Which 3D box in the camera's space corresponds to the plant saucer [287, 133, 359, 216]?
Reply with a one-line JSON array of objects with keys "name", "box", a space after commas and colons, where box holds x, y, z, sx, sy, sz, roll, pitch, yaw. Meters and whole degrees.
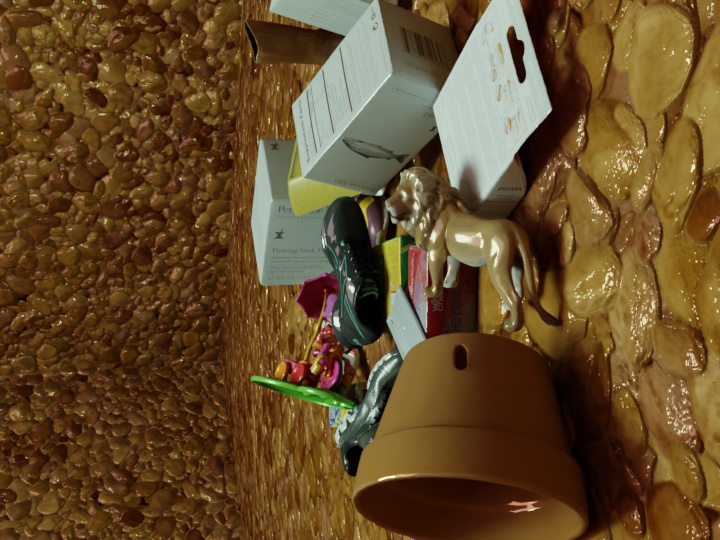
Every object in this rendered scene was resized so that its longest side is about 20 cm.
[{"name": "plant saucer", "box": [-0.036, -0.198, 1.155, 0.198, 0.048, 0.203, -15, 59, 47]}]

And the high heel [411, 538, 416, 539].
[{"name": "high heel", "box": [0.055, 0.271, 1.037, 0.202, 0.066, 0.097, -99, 26, -42]}]

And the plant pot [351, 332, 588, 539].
[{"name": "plant pot", "box": [0.097, 0.149, 0.701, 0.201, 0.197, 0.142, 114, 166, -57]}]

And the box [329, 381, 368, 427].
[{"name": "box", "box": [0.005, 0.208, 1.222, 0.200, 0.069, 0.066, 145, 124, -72]}]

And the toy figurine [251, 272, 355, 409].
[{"name": "toy figurine", "box": [-0.053, 0.094, 1.154, 0.199, 0.149, 0.187, -7, 64, 60]}]

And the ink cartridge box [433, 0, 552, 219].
[{"name": "ink cartridge box", "box": [0.137, -0.158, 0.777, 0.201, 0.046, 0.163, 122, 144, -58]}]

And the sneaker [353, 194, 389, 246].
[{"name": "sneaker", "box": [-0.013, -0.108, 1.229, 0.201, 0.088, 0.076, -107, 21, -48]}]

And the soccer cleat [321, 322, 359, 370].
[{"name": "soccer cleat", "box": [-0.037, 0.148, 1.383, 0.201, 0.068, 0.079, -98, 5, -60]}]

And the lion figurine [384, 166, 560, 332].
[{"name": "lion figurine", "box": [0.109, -0.026, 0.759, 0.198, 0.072, 0.125, 18, 115, 41]}]

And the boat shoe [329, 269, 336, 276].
[{"name": "boat shoe", "box": [-0.027, 0.015, 1.332, 0.074, 0.066, 0.204, -142, 53, -70]}]

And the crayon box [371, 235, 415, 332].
[{"name": "crayon box", "box": [0.050, 0.024, 1.071, 0.200, 0.057, 0.121, 162, 106, -74]}]

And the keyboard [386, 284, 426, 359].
[{"name": "keyboard", "box": [0.068, 0.102, 0.879, 0.201, 0.010, 0.057, -114, 34, -46]}]

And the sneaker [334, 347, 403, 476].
[{"name": "sneaker", "box": [0.028, 0.191, 1.021, 0.202, 0.066, 0.091, -59, 19, 28]}]

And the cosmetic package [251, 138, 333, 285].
[{"name": "cosmetic package", "box": [-0.098, -0.102, 1.398, 0.202, 0.164, 0.168, 103, 160, -43]}]

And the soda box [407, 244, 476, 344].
[{"name": "soda box", "box": [0.092, 0.073, 0.915, 0.070, 0.062, 0.204, -160, 69, -73]}]

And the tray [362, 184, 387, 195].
[{"name": "tray", "box": [-0.014, -0.168, 1.169, 0.199, 0.022, 0.109, 11, 80, 53]}]

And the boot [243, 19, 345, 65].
[{"name": "boot", "box": [-0.093, -0.384, 1.297, 0.069, 0.196, 0.190, 107, 156, -48]}]

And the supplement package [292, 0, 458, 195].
[{"name": "supplement package", "box": [0.018, -0.201, 0.958, 0.200, 0.115, 0.119, -42, 49, 44]}]

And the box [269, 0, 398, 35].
[{"name": "box", "box": [-0.034, -0.424, 1.142, 0.200, 0.150, 0.108, -163, 86, -73]}]

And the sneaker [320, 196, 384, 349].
[{"name": "sneaker", "box": [0.000, 0.000, 1.045, 0.079, 0.074, 0.204, -11, 85, 60]}]
